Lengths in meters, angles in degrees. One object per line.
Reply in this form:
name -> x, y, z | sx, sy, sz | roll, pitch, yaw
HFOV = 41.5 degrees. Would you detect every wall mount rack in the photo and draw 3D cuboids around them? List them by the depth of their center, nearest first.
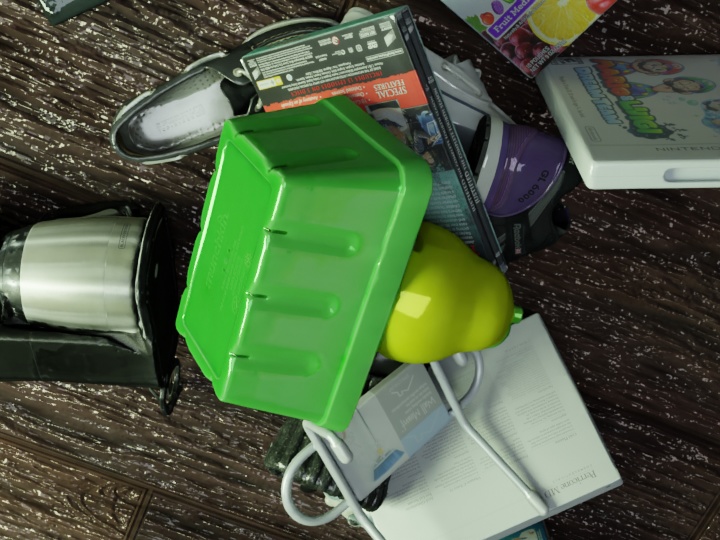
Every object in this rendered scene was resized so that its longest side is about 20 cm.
wall mount rack -> 0.048, 0.147, 0.714 | 0.200, 0.075, 0.174 | -37, 114, -21

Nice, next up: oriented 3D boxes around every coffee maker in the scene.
coffee maker -> -0.253, 0.039, 0.756 | 0.200, 0.135, 0.192 | 2, 111, 0

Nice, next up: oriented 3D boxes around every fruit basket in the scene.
fruit basket -> 0.000, 0.000, 0.643 | 0.215, 0.156, 0.216 | -17, 128, -23

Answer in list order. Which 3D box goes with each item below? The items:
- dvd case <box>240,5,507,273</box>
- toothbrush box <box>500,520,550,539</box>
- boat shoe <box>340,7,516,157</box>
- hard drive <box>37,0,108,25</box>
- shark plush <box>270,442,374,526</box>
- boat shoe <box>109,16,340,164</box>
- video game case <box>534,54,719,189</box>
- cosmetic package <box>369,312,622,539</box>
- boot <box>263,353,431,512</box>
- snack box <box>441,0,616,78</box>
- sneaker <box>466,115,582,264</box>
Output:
dvd case -> 0.009, -0.077, 0.681 | 0.146, 0.022, 0.200 | -4, 118, 41
toothbrush box -> 0.098, 0.325, 0.891 | 0.200, 0.085, 0.147 | -20, 111, 6
boat shoe -> 0.067, -0.134, 0.727 | 0.200, 0.074, 0.065 | 26, 74, -26
hard drive -> -0.170, -0.283, 0.688 | 0.200, 0.033, 0.140 | -22, 109, 8
shark plush -> 0.017, 0.190, 0.872 | 0.200, 0.091, 0.083 | 15, 91, 16
boat shoe -> -0.100, -0.136, 0.729 | 0.200, 0.060, 0.074 | -18, 108, 6
video game case -> 0.229, -0.110, 0.667 | 0.182, 0.200, 0.024 | -1, 121, 0
cosmetic package -> 0.094, 0.148, 0.797 | 0.200, 0.052, 0.151 | -26, 65, 8
boot -> -0.048, 0.085, 0.763 | 0.211, 0.079, 0.158 | 27, 82, 0
snack box -> 0.099, -0.251, 0.667 | 0.200, 0.053, 0.142 | 38, 128, -13
sneaker -> 0.111, -0.025, 0.728 | 0.087, 0.076, 0.200 | 12, 143, -2
